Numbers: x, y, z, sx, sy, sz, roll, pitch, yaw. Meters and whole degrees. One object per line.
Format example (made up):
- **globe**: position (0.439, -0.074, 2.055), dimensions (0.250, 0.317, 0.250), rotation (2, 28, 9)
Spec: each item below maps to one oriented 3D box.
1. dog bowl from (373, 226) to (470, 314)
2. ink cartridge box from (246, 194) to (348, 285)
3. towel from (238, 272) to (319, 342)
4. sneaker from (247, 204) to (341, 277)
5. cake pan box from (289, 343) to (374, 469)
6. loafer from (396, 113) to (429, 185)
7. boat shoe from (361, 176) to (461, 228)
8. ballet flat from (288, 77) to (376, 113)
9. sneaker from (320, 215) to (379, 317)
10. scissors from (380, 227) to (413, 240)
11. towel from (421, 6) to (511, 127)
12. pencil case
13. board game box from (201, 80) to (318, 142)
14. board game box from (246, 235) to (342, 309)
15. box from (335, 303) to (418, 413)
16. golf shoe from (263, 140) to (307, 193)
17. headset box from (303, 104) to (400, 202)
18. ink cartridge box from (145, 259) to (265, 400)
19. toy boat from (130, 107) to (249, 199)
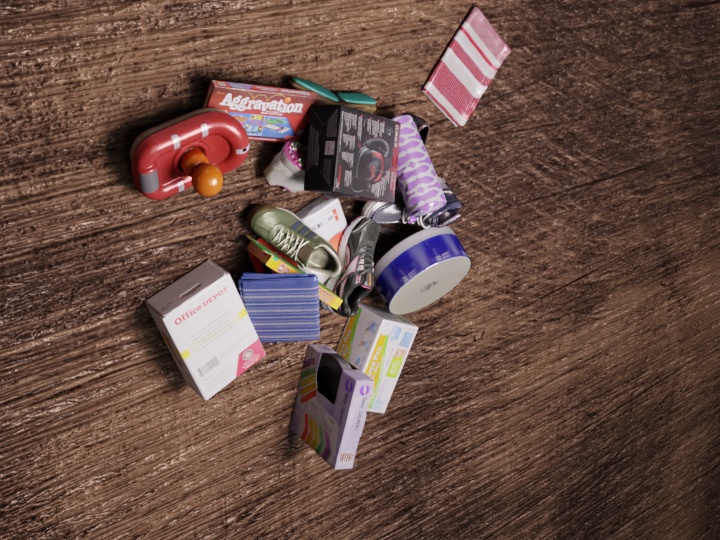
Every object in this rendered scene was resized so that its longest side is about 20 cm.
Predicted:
- **dog bowl**: position (0.123, 0.001, 1.862), dimensions (0.198, 0.079, 0.201), rotation (-26, 158, -12)
- **ink cartridge box**: position (-0.105, -0.029, 1.748), dimensions (0.199, 0.050, 0.164), rotation (-38, 128, -24)
- **towel**: position (-0.147, 0.069, 1.681), dimensions (0.142, 0.024, 0.201), rotation (-1, 142, -2)
- **sneaker**: position (-0.111, -0.049, 1.665), dimensions (0.199, 0.090, 0.067), rotation (30, 102, -34)
- **cake pan box**: position (-0.059, 0.266, 1.826), dimensions (0.052, 0.183, 0.203), rotation (3, 109, -39)
- **loafer**: position (0.088, -0.208, 1.814), dimensions (0.071, 0.063, 0.203), rotation (2, 108, -40)
- **boat shoe**: position (0.106, -0.119, 1.791), dimensions (0.198, 0.093, 0.075), rotation (-22, 140, -19)
- **ballet flat**: position (-0.056, -0.297, 1.664), dimensions (0.198, 0.068, 0.073), rotation (2, 121, -45)
- **sneaker**: position (0.000, 0.000, 1.759), dimensions (0.080, 0.086, 0.203), rotation (9, 103, -42)
- **scissors**: position (0.101, -0.075, 1.921), dimensions (0.199, 0.014, 0.074), rotation (34, 89, -42)
- **towel**: position (0.218, -0.411, 1.859), dimensions (0.144, 0.023, 0.202), rotation (35, 86, -42)
- **pencil case**: position (0.095, -0.195, 1.741), dimensions (0.083, 0.085, 0.203), rotation (-9, 76, -48)
- **board game box**: position (-0.176, -0.269, 1.559), dimensions (0.198, 0.020, 0.104), rotation (-1, 136, -33)
- **board game box**: position (-0.126, 0.003, 1.681), dimensions (0.199, 0.095, 0.030), rotation (38, 89, -34)
- **box**: position (0.019, 0.184, 1.908), dimensions (0.112, 0.101, 0.203), rotation (14, 100, -42)
- **golf shoe**: position (-0.100, -0.179, 1.681), dimensions (0.091, 0.076, 0.199), rotation (-34, 153, 25)
- **headset box**: position (-0.005, -0.204, 1.635), dimensions (0.199, 0.074, 0.151), rotation (3, 92, -52)
- **ink cartridge box**: position (-0.277, 0.105, 1.643), dimensions (0.144, 0.083, 0.202), rotation (-35, 128, -22)
- **toy boat**: position (-0.265, -0.172, 1.477), dimensions (0.198, 0.131, 0.131), rotation (-28, 149, -24)
